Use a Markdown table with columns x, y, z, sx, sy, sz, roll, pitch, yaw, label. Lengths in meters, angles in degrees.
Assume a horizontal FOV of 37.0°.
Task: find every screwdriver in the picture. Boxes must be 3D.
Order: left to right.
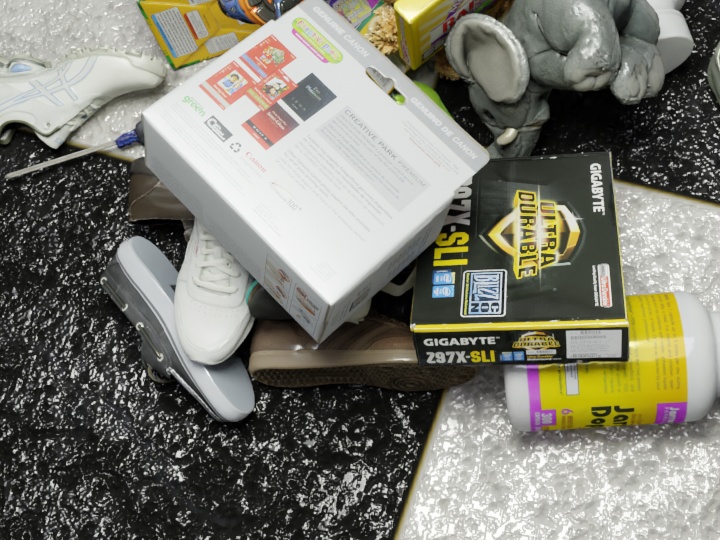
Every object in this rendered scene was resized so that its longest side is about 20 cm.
| x | y | z | sx | sy | sz | roll | pitch | yaw | label |
| --- | --- | --- | --- | --- | --- | --- | --- | --- | --- |
| -0.254 | -0.117 | 1.055 | 0.199 | 0.028 | 0.029 | -22 | 96 | 3 | screwdriver |

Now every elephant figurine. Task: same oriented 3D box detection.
| x | y | z | sx | sy | sz | roll | pitch | yaw | label |
| --- | --- | --- | --- | --- | --- | --- | --- | --- | --- |
| 0.139 | -0.175 | 0.904 | 0.199 | 0.141 | 0.156 | -14 | 63 | 42 | elephant figurine |

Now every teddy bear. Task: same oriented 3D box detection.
| x | y | z | sx | sy | sz | roll | pitch | yaw | label |
| --- | --- | --- | --- | --- | --- | --- | --- | --- | --- |
| 0.089 | -0.240 | 0.961 | 0.067 | 0.199 | 0.146 | 39 | 115 | 40 | teddy bear |

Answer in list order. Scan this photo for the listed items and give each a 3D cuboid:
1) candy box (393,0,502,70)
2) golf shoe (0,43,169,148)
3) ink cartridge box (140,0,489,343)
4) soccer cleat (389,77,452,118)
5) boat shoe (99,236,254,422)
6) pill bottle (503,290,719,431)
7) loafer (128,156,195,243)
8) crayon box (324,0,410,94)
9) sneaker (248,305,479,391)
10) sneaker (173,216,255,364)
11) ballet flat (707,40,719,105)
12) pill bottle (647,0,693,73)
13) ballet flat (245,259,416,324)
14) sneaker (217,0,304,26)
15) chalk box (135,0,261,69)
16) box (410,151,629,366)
| x | y | z | sx | sy | sz | roll | pitch | yaw | label |
| --- | --- | --- | --- | --- | --- | --- | --- | --- | --- |
| 0.112 | -0.250 | 0.881 | 0.200 | 0.102 | 0.026 | -39 | 76 | -3 | candy box |
| -0.283 | -0.169 | 1.066 | 0.199 | 0.078 | 0.098 | -3 | 86 | 15 | golf shoe |
| -0.033 | -0.081 | 0.812 | 0.175 | 0.084 | 0.200 | -40 | 78 | -21 | ink cartridge box |
| 0.022 | -0.085 | 0.950 | 0.081 | 0.067 | 0.200 | 44 | 62 | -11 | soccer cleat |
| -0.169 | 0.062 | 0.953 | 0.066 | 0.070 | 0.200 | -43 | 73 | 17 | boat shoe |
| 0.214 | 0.071 | 0.857 | 0.199 | 0.104 | 0.105 | -5 | 68 | 9 | pill bottle |
| -0.126 | -0.043 | 0.986 | 0.199 | 0.073 | 0.072 | 18 | 85 | 17 | loafer |
| -0.013 | -0.272 | 0.987 | 0.119 | 0.200 | 0.058 | -51 | 28 | -11 | crayon box |
| 0.002 | 0.057 | 0.920 | 0.199 | 0.071 | 0.076 | 0 | 64 | 8 | sneaker |
| -0.118 | -0.024 | 0.888 | 0.074 | 0.100 | 0.201 | 10 | 82 | 8 | sneaker |
| 0.355 | -0.119 | 0.929 | 0.067 | 0.064 | 0.201 | -19 | 67 | 2 | ballet flat |
| 0.231 | -0.275 | 0.982 | 0.111 | 0.111 | 0.201 | -16 | 71 | 3 | pill bottle |
| 0.000 | 0.000 | 0.906 | 0.200 | 0.068 | 0.068 | -29 | 57 | -31 | ballet flat |
| -0.048 | -0.269 | 0.896 | 0.078 | 0.076 | 0.200 | 6 | 39 | 46 | sneaker |
| -0.167 | -0.328 | 1.069 | 0.123 | 0.125 | 0.201 | -18 | 66 | 2 | chalk box |
| 0.126 | -0.013 | 0.856 | 0.159 | 0.049 | 0.201 | -3 | 43 | 12 | box |
